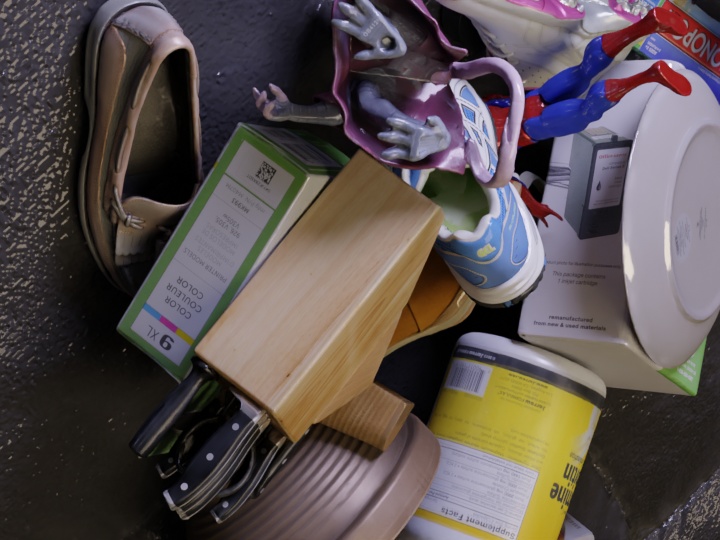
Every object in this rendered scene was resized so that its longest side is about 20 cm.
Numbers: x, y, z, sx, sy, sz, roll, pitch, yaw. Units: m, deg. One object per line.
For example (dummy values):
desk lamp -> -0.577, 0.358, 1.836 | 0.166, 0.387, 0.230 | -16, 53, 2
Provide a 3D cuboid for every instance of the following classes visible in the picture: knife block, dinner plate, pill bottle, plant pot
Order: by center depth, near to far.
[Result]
knife block -> -0.049, 0.046, 1.092 | 0.175, 0.064, 0.200 | -31, 151, -50
plant pot -> -0.051, 0.148, 1.262 | 0.201, 0.201, 0.093 | -45, 102, -10
dinner plate -> 0.221, -0.034, 1.276 | 0.200, 0.024, 0.201 | -9, 101, -58
pill bottle -> 0.088, 0.152, 1.311 | 0.112, 0.112, 0.201 | 28, 79, -48

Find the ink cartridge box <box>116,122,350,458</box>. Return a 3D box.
ink cartridge box -> -0.081, 0.011, 1.151 | 0.200, 0.059, 0.104 | -59, 163, 12

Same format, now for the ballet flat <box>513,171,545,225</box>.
ballet flat -> 0.094, -0.041, 1.324 | 0.200, 0.072, 0.072 | 16, 105, -52

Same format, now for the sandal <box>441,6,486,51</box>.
sandal -> 0.105, -0.234, 1.221 | 0.076, 0.043, 0.201 | -13, 124, -37

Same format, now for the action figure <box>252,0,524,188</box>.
action figure -> 0.021, -0.138, 1.113 | 0.148, 0.200, 0.134 | 13, 104, -5

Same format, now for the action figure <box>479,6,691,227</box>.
action figure -> 0.137, -0.092, 1.217 | 0.099, 0.200, 0.066 | 26, 56, -39

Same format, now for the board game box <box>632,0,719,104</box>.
board game box -> 0.252, -0.206, 1.386 | 0.200, 0.029, 0.135 | 23, 99, -48

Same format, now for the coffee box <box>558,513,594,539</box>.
coffee box -> 0.062, 0.227, 1.436 | 0.199, 0.114, 0.080 | -15, 125, -36

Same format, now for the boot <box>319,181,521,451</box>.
boot -> 0.000, 0.001, 1.216 | 0.202, 0.144, 0.071 | -59, 170, -4

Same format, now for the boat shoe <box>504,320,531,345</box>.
boat shoe -> 0.102, 0.082, 1.419 | 0.201, 0.074, 0.063 | -41, 103, 0

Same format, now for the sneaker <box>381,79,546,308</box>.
sneaker -> 0.050, -0.074, 1.164 | 0.076, 0.200, 0.077 | -34, 151, 5

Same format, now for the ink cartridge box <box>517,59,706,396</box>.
ink cartridge box -> 0.191, -0.028, 1.330 | 0.145, 0.084, 0.201 | 32, 67, -56

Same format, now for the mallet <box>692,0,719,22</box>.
mallet -> 0.300, -0.262, 1.347 | 0.066, 0.041, 0.200 | 35, 87, -47

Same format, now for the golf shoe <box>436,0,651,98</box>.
golf shoe -> 0.107, -0.153, 1.217 | 0.200, 0.075, 0.092 | 7, 129, -45

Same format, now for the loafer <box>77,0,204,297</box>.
loafer -> -0.123, -0.060, 1.114 | 0.072, 0.063, 0.201 | -22, 129, -30
